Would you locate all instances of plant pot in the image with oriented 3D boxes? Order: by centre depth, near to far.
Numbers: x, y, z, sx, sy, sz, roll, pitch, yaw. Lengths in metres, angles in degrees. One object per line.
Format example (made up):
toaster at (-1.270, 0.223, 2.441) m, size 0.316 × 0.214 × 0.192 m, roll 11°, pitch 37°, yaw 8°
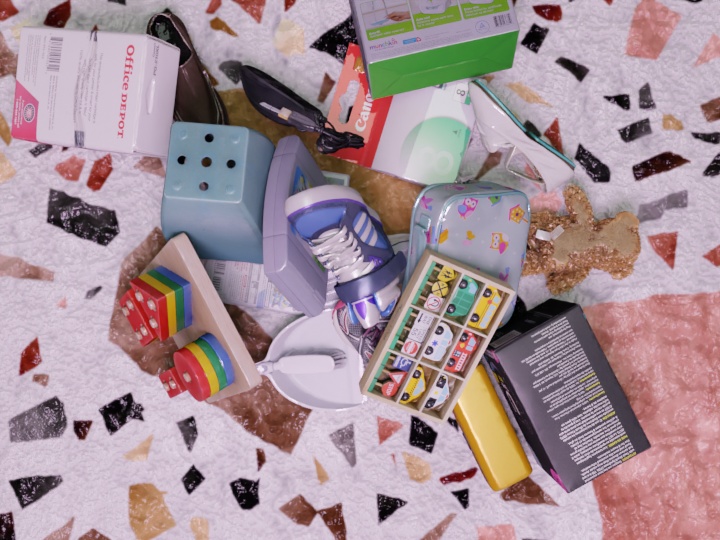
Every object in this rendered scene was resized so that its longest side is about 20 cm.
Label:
plant pot at (-0.174, -0.103, 1.009) m, size 0.139 × 0.200 × 0.144 m, roll 4°, pitch 78°, yaw -1°

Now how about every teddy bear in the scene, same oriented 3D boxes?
teddy bear at (0.278, -0.038, 1.122) m, size 0.197 × 0.067 × 0.147 m, roll -18°, pitch 85°, yaw 7°

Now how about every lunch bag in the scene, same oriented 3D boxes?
lunch bag at (0.132, -0.020, 1.058) m, size 0.158 × 0.077 × 0.203 m, roll -5°, pitch 112°, yaw -26°

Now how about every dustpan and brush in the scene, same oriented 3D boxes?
dustpan and brush at (-0.098, 0.128, 1.112) m, size 0.197 × 0.057 × 0.142 m, roll -5°, pitch 97°, yaw 16°

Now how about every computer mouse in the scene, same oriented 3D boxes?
computer mouse at (-0.095, -0.202, 1.069) m, size 0.199 × 0.140 × 0.046 m, roll 34°, pitch 107°, yaw 7°

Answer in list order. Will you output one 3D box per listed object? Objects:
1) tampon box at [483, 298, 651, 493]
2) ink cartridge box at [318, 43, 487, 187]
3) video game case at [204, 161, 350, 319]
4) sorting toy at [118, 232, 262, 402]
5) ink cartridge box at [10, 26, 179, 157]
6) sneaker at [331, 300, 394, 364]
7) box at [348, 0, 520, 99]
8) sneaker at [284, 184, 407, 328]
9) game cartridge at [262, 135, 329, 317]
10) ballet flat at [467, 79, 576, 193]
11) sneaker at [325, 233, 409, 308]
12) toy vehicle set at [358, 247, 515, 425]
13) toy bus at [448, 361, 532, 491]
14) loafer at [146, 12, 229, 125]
tampon box at (0.259, 0.158, 1.074) m, size 0.125 × 0.150 × 0.202 m, roll -27°, pitch 91°, yaw -1°
ink cartridge box at (0.056, -0.211, 1.120) m, size 0.197 × 0.050 × 0.163 m, roll 18°, pitch 90°, yaw -3°
video game case at (-0.117, -0.046, 1.132) m, size 0.179 × 0.022 × 0.204 m, roll 9°, pitch 90°, yaw -1°
sorting toy at (-0.228, 0.080, 1.039) m, size 0.069 × 0.198 × 0.202 m, roll -28°, pitch 90°, yaw -29°
ink cartridge box at (-0.343, -0.230, 1.062) m, size 0.197 × 0.084 × 0.147 m, roll 9°, pitch 95°, yaw 20°
sneaker at (0.042, 0.102, 1.078) m, size 0.081 × 0.075 × 0.200 m, roll -44°, pitch 114°, yaw -3°
box at (0.088, -0.344, 1.071) m, size 0.197 × 0.097 × 0.179 m, roll -13°, pitch 72°, yaw 0°
sneaker at (-0.010, -0.008, 0.967) m, size 0.080 × 0.199 × 0.149 m, roll -22°, pitch 72°, yaw 20°
game cartridge at (-0.076, -0.061, 1.018) m, size 0.040 × 0.133 × 0.203 m, roll -11°, pitch 57°, yaw 22°
ballet flat at (0.205, -0.171, 1.096) m, size 0.199 × 0.069 × 0.070 m, roll 35°, pitch 90°, yaw -21°
sneaker at (0.000, 0.000, 1.108) m, size 0.197 × 0.071 × 0.074 m, roll -11°, pitch 110°, yaw -8°
toy vehicle set at (0.093, 0.086, 1.022) m, size 0.123 × 0.027 × 0.202 m, roll 21°, pitch 107°, yaw -15°
toy bus at (0.158, 0.189, 1.109) m, size 0.064 × 0.078 × 0.202 m, roll -26°, pitch 91°, yaw 0°
loafer at (-0.241, -0.256, 1.103) m, size 0.072 × 0.071 × 0.202 m, roll -27°, pitch 91°, yaw 0°
